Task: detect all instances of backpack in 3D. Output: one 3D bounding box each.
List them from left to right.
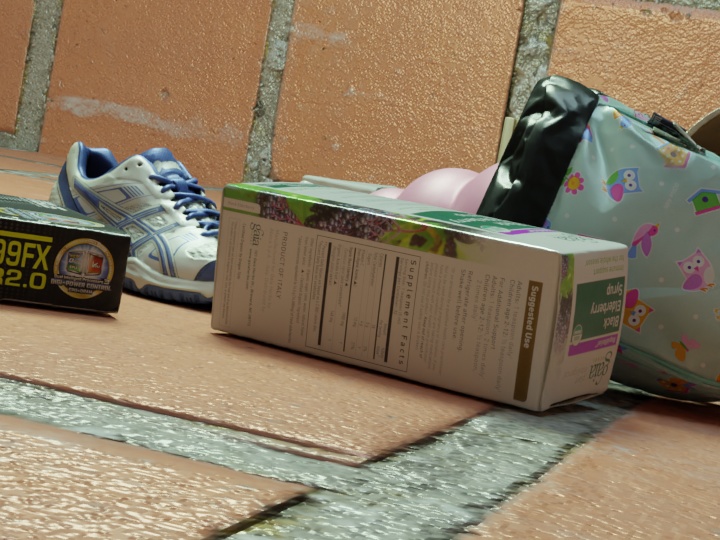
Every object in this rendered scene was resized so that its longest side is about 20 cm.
[{"bbox_3d":[0.159,-0.001,0.889,0.200,0.167,0.127,25,0,3],"label":"backpack"}]

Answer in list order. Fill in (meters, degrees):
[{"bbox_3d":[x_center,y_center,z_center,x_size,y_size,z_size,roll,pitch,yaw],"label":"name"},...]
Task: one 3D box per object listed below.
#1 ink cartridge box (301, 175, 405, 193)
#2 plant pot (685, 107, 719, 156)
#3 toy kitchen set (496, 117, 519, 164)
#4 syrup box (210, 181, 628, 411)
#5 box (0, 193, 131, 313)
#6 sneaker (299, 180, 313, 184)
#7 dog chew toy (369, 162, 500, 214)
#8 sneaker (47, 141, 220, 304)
[{"bbox_3d":[0.065,-0.016,1.277,0.200,0.084,0.146,13,5,38],"label":"ink cartridge box"},{"bbox_3d":[0.248,-0.008,1.138,0.187,0.187,0.200,9,-10,-13],"label":"plant pot"},{"bbox_3d":[0.122,-0.092,1.797,0.163,0.181,0.200,11,0,25],"label":"toy kitchen set"},{"bbox_3d":[0.027,0.009,0.827,0.200,0.081,0.079,11,10,32],"label":"syrup box"},{"bbox_3d":[-0.230,-0.021,0.898,0.160,0.044,0.200,8,5,-23],"label":"box"},{"bbox_3d":[0.000,0.000,1.007,0.088,0.081,0.200,16,7,-21],"label":"sneaker"},{"bbox_3d":[0.073,-0.016,1.107,0.200,0.125,0.125,3,-1,35],"label":"dog chew toy"},{"bbox_3d":[-0.123,-0.031,1.003,0.200,0.088,0.075,14,4,33],"label":"sneaker"}]
